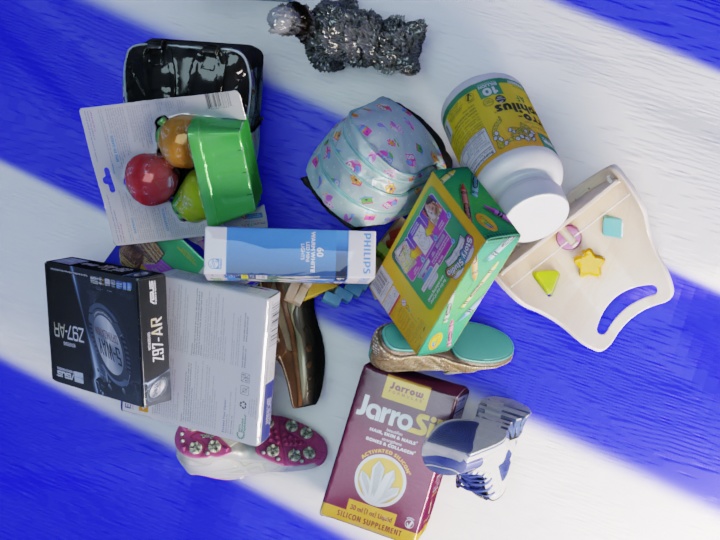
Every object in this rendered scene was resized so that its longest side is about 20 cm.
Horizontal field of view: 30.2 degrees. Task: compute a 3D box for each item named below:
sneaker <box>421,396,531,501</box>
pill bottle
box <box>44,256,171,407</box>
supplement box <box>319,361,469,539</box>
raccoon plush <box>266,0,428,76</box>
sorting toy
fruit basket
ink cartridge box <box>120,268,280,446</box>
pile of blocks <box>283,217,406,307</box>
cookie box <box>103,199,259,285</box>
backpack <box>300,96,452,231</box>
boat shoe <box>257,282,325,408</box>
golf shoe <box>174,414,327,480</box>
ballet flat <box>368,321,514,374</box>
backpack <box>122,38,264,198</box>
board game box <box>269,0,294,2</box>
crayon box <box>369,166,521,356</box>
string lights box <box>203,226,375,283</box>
[{"bbox_3d":[0.146,0.236,1.636,0.080,0.199,0.115,16,107,27],"label":"sneaker"},{"bbox_3d":[0.177,-0.135,1.609,0.113,0.113,0.200,-27,52,10],"label":"pill bottle"},{"bbox_3d":[-0.317,0.073,1.663,0.200,0.043,0.161,10,105,43],"label":"box"},{"bbox_3d":[0.044,0.228,1.690,0.131,0.103,0.200,16,94,11],"label":"supplement box"},{"bbox_3d":[-0.009,-0.280,1.648,0.134,0.200,0.097,16,112,30],"label":"raccoon plush"},{"bbox_3d":[0.287,-0.002,1.648,0.200,0.107,0.180,-39,92,9],"label":"sorting toy"},{"bbox_3d":[-0.223,-0.124,1.615,0.200,0.094,0.186,-4,117,14],"label":"fruit basket"},{"bbox_3d":[-0.202,0.103,1.668,0.200,0.043,0.197,13,109,20],"label":"ink cartridge box"},{"bbox_3d":[0.000,0.000,1.679,0.200,0.062,0.082,-26,85,-11],"label":"pile of blocks"},{"bbox_3d":[-0.256,0.034,1.733,0.171,0.075,0.200,43,114,6],"label":"cookie box"},{"bbox_3d":[0.018,-0.133,1.629,0.167,0.200,0.127,40,121,10],"label":"backpack"},{"bbox_3d":[-0.095,0.080,1.733,0.074,0.076,0.201,-10,81,17],"label":"boat shoe"},{"bbox_3d":[-0.145,0.237,1.749,0.199,0.092,0.075,6,52,-7],"label":"golf shoe"},{"bbox_3d":[0.097,0.100,1.679,0.200,0.065,0.071,8,54,-25],"label":"ballet flat"},{"bbox_3d":[-0.211,-0.192,1.701,0.177,0.151,0.201,5,100,9],"label":"backpack"},{"bbox_3d":[-0.167,-0.373,1.665,0.134,0.200,0.034,6,92,10],"label":"board game box"},{"bbox_3d":[0.097,-0.009,1.583,0.119,0.058,0.200,55,135,31],"label":"crayon box"},{"bbox_3d":[-0.085,-0.018,1.589,0.199,0.103,0.059,2,85,-3],"label":"string lights box"}]
